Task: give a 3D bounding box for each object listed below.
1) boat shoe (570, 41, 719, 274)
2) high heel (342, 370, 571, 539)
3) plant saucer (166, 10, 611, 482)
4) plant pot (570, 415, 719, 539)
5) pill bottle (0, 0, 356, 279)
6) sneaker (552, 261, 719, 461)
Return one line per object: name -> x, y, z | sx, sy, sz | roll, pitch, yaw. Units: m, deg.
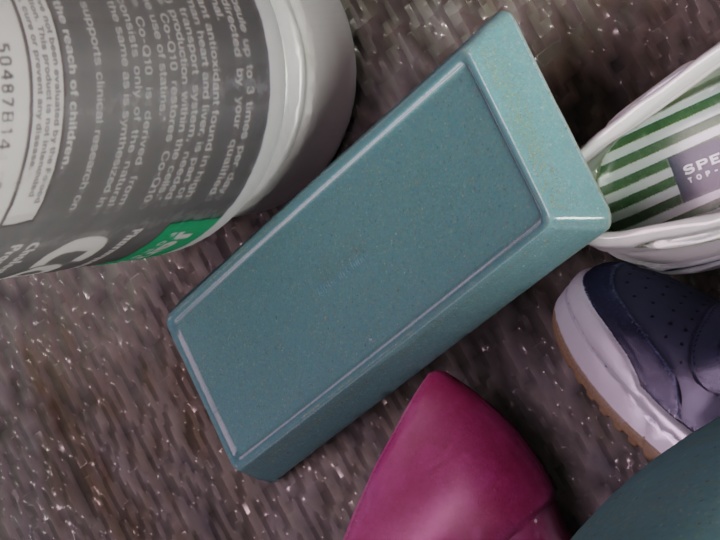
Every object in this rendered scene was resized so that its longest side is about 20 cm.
boat shoe -> 0.141, -0.049, 0.738 | 0.200, 0.067, 0.074 | -34, 76, 30
high heel -> -0.020, 0.118, 0.847 | 0.200, 0.067, 0.096 | -36, 85, 24
plant saucer -> 0.000, 0.000, 0.821 | 0.200, 0.019, 0.070 | -39, 72, 48
plant pot -> 0.111, 0.120, 0.608 | 0.200, 0.188, 0.200 | 11, 107, 38
pill bottle -> -0.093, -0.056, 0.805 | 0.113, 0.200, 0.113 | 5, 98, 33
sneaker -> 0.153, 0.032, 0.734 | 0.200, 0.070, 0.109 | 37, 117, 17
